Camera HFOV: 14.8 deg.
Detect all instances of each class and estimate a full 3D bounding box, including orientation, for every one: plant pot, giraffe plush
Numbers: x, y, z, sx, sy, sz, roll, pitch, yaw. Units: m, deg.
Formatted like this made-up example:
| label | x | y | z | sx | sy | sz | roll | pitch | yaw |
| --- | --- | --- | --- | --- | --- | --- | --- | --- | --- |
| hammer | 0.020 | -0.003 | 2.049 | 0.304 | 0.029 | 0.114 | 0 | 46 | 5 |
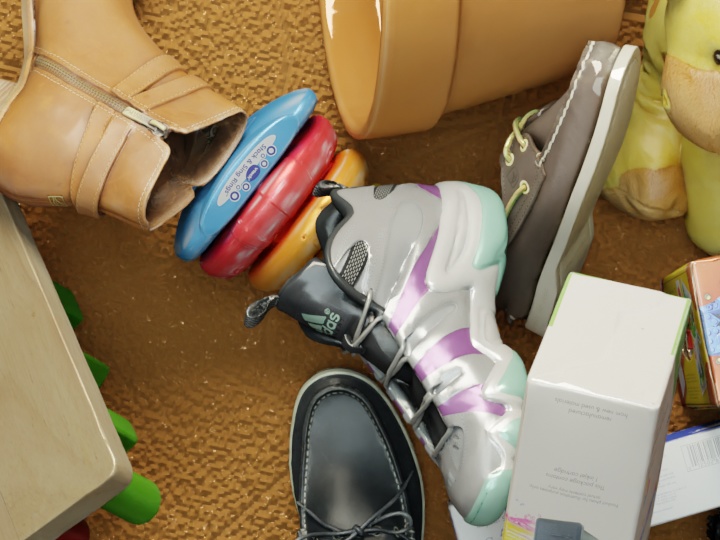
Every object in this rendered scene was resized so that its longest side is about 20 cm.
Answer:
| label | x | y | z | sx | sy | sz | roll | pitch | yaw |
| --- | --- | --- | --- | --- | --- | --- | --- | --- | --- |
| plant pot | 0.060 | -0.173 | 1.495 | 0.139 | 0.200 | 0.201 | -2 | 86 | -10 |
| giraffe plush | 0.206 | -0.113 | 1.492 | 0.172 | 0.162 | 0.201 | -10 | 87 | 2 |

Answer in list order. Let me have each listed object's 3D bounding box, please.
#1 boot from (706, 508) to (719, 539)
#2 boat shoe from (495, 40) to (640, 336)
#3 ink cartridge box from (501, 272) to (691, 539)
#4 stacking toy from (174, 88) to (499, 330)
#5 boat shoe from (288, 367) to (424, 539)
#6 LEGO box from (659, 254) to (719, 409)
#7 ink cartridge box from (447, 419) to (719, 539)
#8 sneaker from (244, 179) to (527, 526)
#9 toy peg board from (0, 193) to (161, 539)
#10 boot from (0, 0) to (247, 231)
| label | x | y | z | sx | sy | sz | roll | pitch | yaw |
| --- | --- | --- | --- | --- | --- | --- | --- | --- | --- |
| boot | 0.255 | 0.235 | 1.512 | 0.167 | 0.076 | 0.201 | 9 | 80 | -1 |
| boat shoe | 0.101 | -0.049 | 1.494 | 0.059 | 0.200 | 0.072 | 26 | 48 | 11 |
| ink cartridge box | 0.111 | 0.119 | 1.381 | 0.067 | 0.117 | 0.201 | 12 | 119 | 9 |
| stacking toy | 0.000 | 0.000 | 1.536 | 0.200 | 0.110 | 0.116 | 39 | 88 | -8 |
| boat shoe | 0.000 | 0.153 | 1.536 | 0.074 | 0.062 | 0.201 | -6 | 85 | 4 |
| LEGO box | 0.243 | 0.023 | 1.465 | 0.148 | 0.200 | 0.078 | -10 | 87 | 1 |
| ink cartridge box | 0.148 | 0.118 | 1.516 | 0.199 | 0.094 | 0.044 | -16 | 87 | 1 |
| sneaker | 0.009 | 0.039 | 1.434 | 0.139 | 0.078 | 0.201 | 6 | 52 | -16 |
| toy peg board | -0.215 | 0.098 | 1.513 | 0.199 | 0.098 | 0.200 | -36 | 56 | 13 |
| boot | -0.123 | -0.109 | 1.508 | 0.154 | 0.074 | 0.200 | 19 | 65 | 30 |
